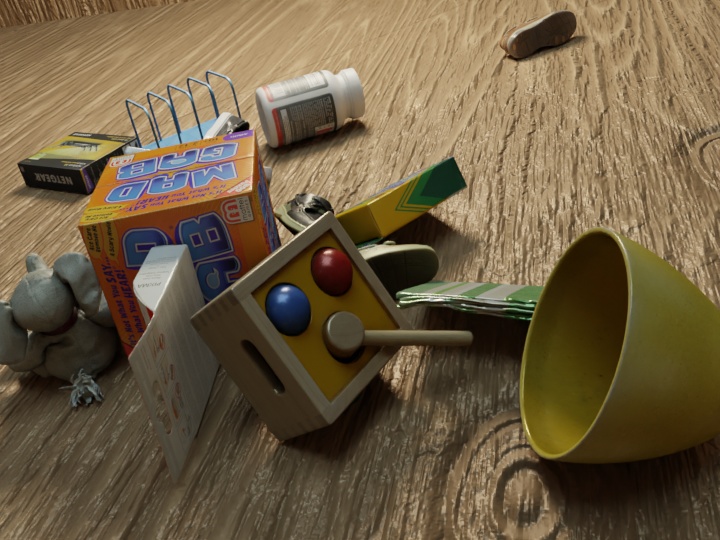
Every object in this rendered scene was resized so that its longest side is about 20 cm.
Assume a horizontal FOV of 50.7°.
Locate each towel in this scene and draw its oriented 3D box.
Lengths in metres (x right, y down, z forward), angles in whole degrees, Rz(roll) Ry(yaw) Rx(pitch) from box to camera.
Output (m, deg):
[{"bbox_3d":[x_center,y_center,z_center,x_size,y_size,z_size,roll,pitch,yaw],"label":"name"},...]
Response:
[{"bbox_3d":[0.152,0.033,0.854,0.196,0.024,0.152,3,7,24],"label":"towel"}]

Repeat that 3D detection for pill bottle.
[{"bbox_3d":[-0.096,-0.319,1.473,0.196,0.118,0.116,-18,31,-11],"label":"pill bottle"}]

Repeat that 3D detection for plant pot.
[{"bbox_3d":[0.244,0.079,0.664,0.139,0.203,0.201,15,30,-8],"label":"plant pot"}]

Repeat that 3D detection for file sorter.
[{"bbox_3d":[-0.353,-0.310,1.538,0.198,0.125,0.138,-28,35,-26],"label":"file sorter"}]

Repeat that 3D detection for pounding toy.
[{"bbox_3d":[-0.025,0.060,0.773,0.141,0.201,0.184,-30,9,49],"label":"pounding toy"}]

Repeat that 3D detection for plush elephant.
[{"bbox_3d":[-0.367,0.052,0.912,0.162,0.157,0.200,-25,34,-14],"label":"plush elephant"}]

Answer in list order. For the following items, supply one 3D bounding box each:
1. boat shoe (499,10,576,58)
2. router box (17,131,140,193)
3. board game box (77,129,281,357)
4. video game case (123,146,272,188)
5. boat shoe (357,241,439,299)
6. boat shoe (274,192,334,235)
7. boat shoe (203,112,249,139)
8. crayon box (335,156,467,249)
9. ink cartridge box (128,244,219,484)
[{"bbox_3d":[0.398,-0.538,1.708,0.197,0.077,0.072,-22,30,-20],"label":"boat shoe"},{"bbox_3d":[-0.562,-0.220,1.529,0.197,0.053,0.157,9,37,30],"label":"router box"},{"bbox_3d":[-0.206,-0.031,0.954,0.196,0.203,0.201,-11,30,-1],"label":"board game box"},{"bbox_3d":[-0.233,-0.115,1.097,0.196,0.183,0.022,7,70,-11],"label":"video game case"},{"bbox_3d":[0.000,0.002,0.961,0.197,0.074,0.064,-19,35,2],"label":"boat shoe"},{"bbox_3d":[-0.068,-0.072,1.027,0.066,0.072,0.201,-50,22,-2],"label":"boat shoe"},{"bbox_3d":[-0.256,-0.233,1.440,0.065,0.071,0.202,12,37,1],"label":"boat shoe"},{"bbox_3d":[0.038,-0.085,1.060,0.198,0.052,0.125,-33,9,-30],"label":"crayon box"},{"bbox_3d":[-0.203,0.092,0.791,0.046,0.163,0.201,-5,31,8],"label":"ink cartridge box"}]
